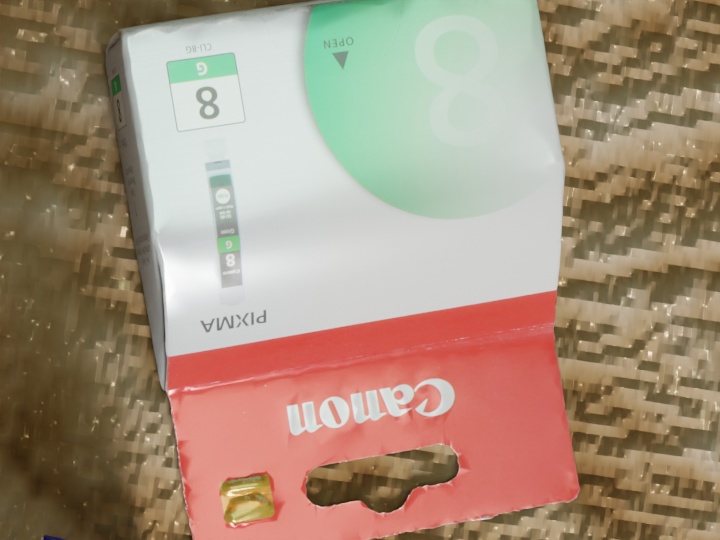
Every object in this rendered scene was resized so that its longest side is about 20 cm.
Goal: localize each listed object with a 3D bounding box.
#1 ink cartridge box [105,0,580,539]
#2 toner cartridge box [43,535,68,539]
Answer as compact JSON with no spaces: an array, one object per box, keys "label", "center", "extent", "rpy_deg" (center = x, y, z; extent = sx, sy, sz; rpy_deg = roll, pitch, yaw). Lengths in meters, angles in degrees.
[{"label":"ink cartridge box","center":[0.000,0.000,0.886],"extent":[0.160,0.050,0.202],"rpy_deg":[-9,87,-14]},{"label":"toner cartridge box","center":[-0.082,0.141,0.777],"extent":[0.043,0.200,0.096],"rpy_deg":[13,84,-14]}]
